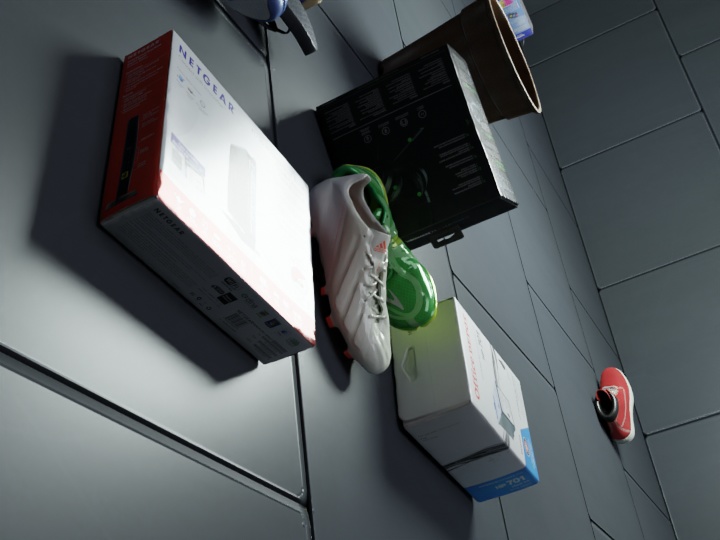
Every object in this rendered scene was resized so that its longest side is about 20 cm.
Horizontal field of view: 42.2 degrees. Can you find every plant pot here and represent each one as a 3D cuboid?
[{"bbox_3d":[0.148,-0.295,1.437,0.200,0.198,0.201,54,23,-35],"label":"plant pot"}]

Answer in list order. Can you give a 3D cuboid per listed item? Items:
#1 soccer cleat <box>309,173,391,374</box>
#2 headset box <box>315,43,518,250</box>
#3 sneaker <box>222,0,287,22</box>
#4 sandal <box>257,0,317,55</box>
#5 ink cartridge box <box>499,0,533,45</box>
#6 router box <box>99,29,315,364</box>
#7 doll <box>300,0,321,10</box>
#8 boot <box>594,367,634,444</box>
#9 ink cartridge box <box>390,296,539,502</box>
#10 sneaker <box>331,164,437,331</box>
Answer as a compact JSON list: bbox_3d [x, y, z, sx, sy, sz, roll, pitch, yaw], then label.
[{"bbox_3d":[0.000,0.000,0.909,0.069,0.077,0.201,16,55,-66],"label":"soccer cleat"},{"bbox_3d":[0.068,-0.125,1.077,0.093,0.174,0.201,8,61,-67],"label":"headset box"},{"bbox_3d":[-0.145,-0.286,0.866,0.200,0.075,0.088,38,46,-43],"label":"sneaker"},{"bbox_3d":[-0.117,-0.314,1.007,0.200,0.043,0.076,49,18,-21],"label":"sandal"},{"bbox_3d":[0.579,-0.935,3.446,0.200,0.076,0.137,59,22,-20],"label":"ink cartridge box"},{"bbox_3d":[-0.109,-0.053,0.721,0.200,0.049,0.180,48,28,-44],"label":"router box"},{"bbox_3d":[-0.106,-0.406,1.107,0.200,0.048,0.137,62,19,-19],"label":"doll"},{"bbox_3d":[0.576,0.280,2.155,0.144,0.072,0.200,51,29,-36],"label":"boot"},{"bbox_3d":[0.119,0.149,1.057,0.200,0.086,0.147,51,26,-43],"label":"ink cartridge box"},{"bbox_3d":[0.014,-0.024,0.989,0.201,0.074,0.084,64,15,17],"label":"sneaker"}]
